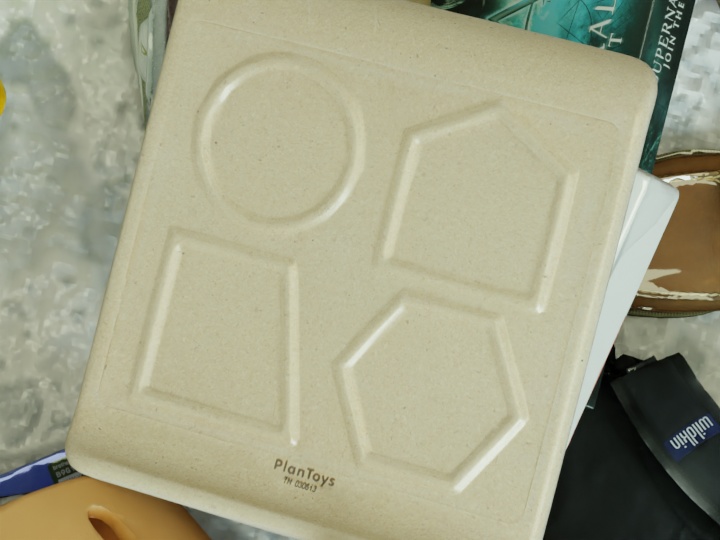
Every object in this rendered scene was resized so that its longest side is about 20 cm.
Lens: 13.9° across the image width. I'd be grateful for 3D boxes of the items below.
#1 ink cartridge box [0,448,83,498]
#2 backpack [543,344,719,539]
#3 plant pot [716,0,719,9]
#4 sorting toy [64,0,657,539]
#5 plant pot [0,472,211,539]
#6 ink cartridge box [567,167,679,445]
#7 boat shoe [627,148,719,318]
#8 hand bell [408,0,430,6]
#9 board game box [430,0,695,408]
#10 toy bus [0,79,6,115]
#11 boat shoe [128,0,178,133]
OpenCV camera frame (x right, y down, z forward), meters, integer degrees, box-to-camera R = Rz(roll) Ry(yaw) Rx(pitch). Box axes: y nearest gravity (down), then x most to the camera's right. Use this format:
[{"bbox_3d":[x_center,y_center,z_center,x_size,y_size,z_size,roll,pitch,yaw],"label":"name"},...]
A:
[{"bbox_3d":[-0.117,0.179,1.224,0.119,0.042,0.201,-21,87,-6],"label":"ink cartridge box"},{"bbox_3d":[0.138,0.141,1.189,0.199,0.127,0.167,27,77,19],"label":"backpack"},{"bbox_3d":[0.225,-0.178,1.195,0.181,0.200,0.202,-15,88,-1],"label":"plant pot"},{"bbox_3d":[0.000,0.000,1.088,0.184,0.036,0.201,15,88,16],"label":"sorting toy"},{"bbox_3d":[-0.108,0.169,1.119,0.199,0.200,0.141,-27,74,-6],"label":"plant pot"},{"bbox_3d":[0.006,-0.022,1.136,0.199,0.067,0.117,25,95,17],"label":"ink cartridge box"},{"bbox_3d":[0.176,-0.020,1.244,0.199,0.068,0.072,-6,89,-4],"label":"boat shoe"},{"bbox_3d":[0.001,-0.063,1.212,0.103,0.104,0.202,-1,85,-5],"label":"hand bell"},{"bbox_3d":[0.064,-0.052,1.211,0.028,0.135,0.201,19,82,-43],"label":"board game box"},{"bbox_3d":[-0.265,-0.026,1.186,0.191,0.136,0.201,24,87,10],"label":"toy bus"},{"bbox_3d":[-0.056,-0.042,1.228,0.074,0.065,0.203,-8,87,-5],"label":"boat shoe"}]
